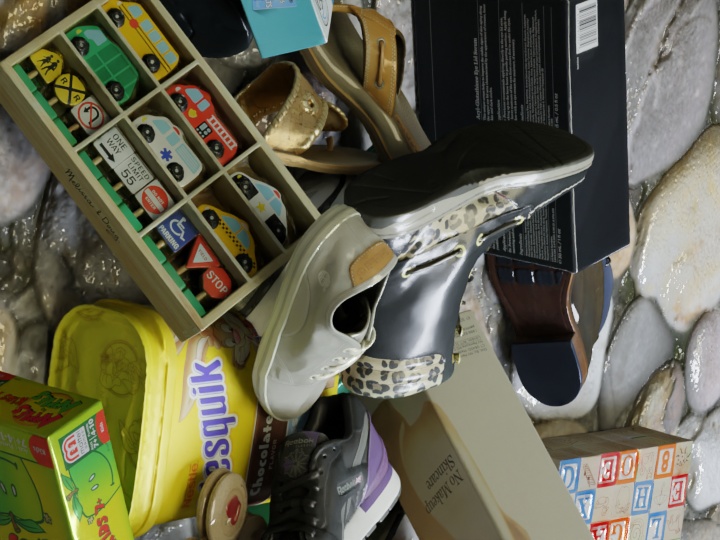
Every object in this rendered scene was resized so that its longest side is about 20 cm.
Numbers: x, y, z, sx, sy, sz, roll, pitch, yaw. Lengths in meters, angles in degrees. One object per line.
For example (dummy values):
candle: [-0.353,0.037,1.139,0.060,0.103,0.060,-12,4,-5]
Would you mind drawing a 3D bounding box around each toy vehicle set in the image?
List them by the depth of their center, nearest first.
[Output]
toy vehicle set: [-0.123,-0.071,1.511,0.200,0.026,0.124,53,53,-5]

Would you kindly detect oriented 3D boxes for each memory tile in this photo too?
memory tile: [-0.084,0.237,1.599,0.201,0.017,0.154,66,39,-50]

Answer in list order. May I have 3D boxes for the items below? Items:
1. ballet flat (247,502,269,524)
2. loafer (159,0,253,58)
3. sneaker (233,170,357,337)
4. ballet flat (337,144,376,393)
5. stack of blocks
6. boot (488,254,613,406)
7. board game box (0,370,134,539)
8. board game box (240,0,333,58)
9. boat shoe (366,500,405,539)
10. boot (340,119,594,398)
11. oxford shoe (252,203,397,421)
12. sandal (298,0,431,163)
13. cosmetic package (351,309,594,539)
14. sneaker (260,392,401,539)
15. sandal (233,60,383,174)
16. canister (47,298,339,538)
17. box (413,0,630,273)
ballet flat: [-0.058,0.193,1.726,0.201,0.068,0.063,-61,148,-6]
loafer: [-0.118,-0.226,1.536,0.201,0.072,0.073,66,29,-43]
sneaker: [-0.071,-0.044,1.627,0.076,0.115,0.201,-51,-174,27]
ballet flat: [0.000,0.000,1.748,0.070,0.067,0.201,57,53,-71]
stack of blocks: [0.190,0.196,2.028,0.199,0.058,0.116,-2,101,-51]
boot: [0.150,-0.005,1.933,0.097,0.074,0.201,-48,136,-56]
board game box: [-0.188,0.166,1.520,0.048,0.101,0.201,-35,126,-40]
board game box: [-0.064,-0.258,1.536,0.151,0.047,0.201,-83,158,-54]
boat shoe: [0.017,0.156,1.802,0.201,0.060,0.076,-58,138,-22]
boot: [0.066,-0.010,1.668,0.203,0.073,0.155,-20,129,-36]
oxford shoe: [-0.021,0.039,1.536,0.075,0.058,0.201,-42,162,-35]
sandal: [0.013,-0.134,1.674,0.201,0.054,0.080,55,23,-15]
cosmetic package: [0.077,0.142,1.730,0.071,0.201,0.105,-15,155,-30]
sneaker: [-0.040,0.153,1.584,0.200,0.075,0.088,-60,139,-54]
sandal: [-0.058,-0.103,1.627,0.211,0.077,0.070,-4,105,-45]
canister: [-0.106,0.089,1.614,0.199,0.086,0.150,-5,105,-52]
box: [0.117,-0.114,1.788,0.079,0.140,0.202,-25,119,-47]
